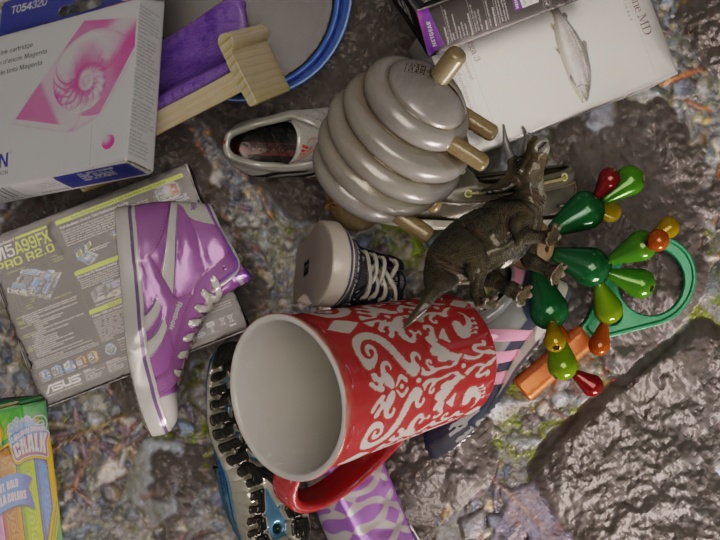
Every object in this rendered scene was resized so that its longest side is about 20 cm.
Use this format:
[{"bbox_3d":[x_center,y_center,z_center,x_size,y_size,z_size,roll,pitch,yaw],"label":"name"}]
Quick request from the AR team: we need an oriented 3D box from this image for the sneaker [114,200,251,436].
[{"bbox_3d":[-0.148,0.039,1.334,0.113,0.073,0.202,-5,90,-6],"label":"sneaker"}]

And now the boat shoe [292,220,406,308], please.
[{"bbox_3d":[0.000,0.000,1.324,0.092,0.200,0.075,5,88,-10],"label":"boat shoe"}]

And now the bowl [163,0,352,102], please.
[{"bbox_3d":[-0.106,-0.251,1.396,0.199,0.039,0.202,0,89,-2],"label":"bowl"}]

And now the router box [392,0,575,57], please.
[{"bbox_3d":[0.095,-0.269,1.331,0.148,0.200,0.051,-22,125,-2],"label":"router box"}]

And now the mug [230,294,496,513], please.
[{"bbox_3d":[-0.002,0.098,1.287,0.178,0.199,0.134,-47,66,39],"label":"mug"}]

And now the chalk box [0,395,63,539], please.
[{"bbox_3d":[-0.346,0.173,1.323,0.124,0.124,0.202,-8,91,21],"label":"chalk box"}]

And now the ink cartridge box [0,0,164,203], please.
[{"bbox_3d":[-0.257,-0.165,1.314,0.195,0.043,0.201,-9,71,30],"label":"ink cartridge box"}]

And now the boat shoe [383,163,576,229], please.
[{"bbox_3d":[0.097,-0.068,1.386,0.200,0.072,0.061,1,100,-9],"label":"boat shoe"}]

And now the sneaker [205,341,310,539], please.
[{"bbox_3d":[-0.108,0.162,1.364,0.078,0.090,0.201,-13,98,-29],"label":"sneaker"}]

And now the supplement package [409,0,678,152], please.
[{"bbox_3d":[0.158,-0.185,1.368,0.199,0.117,0.118,-22,91,-3],"label":"supplement package"}]

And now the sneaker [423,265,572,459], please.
[{"bbox_3d":[0.103,0.072,1.389,0.082,0.070,0.200,37,80,-8],"label":"sneaker"}]

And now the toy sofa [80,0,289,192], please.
[{"bbox_3d":[-0.171,-0.154,1.332,0.199,0.083,0.098,-23,95,24],"label":"toy sofa"}]

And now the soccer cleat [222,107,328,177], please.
[{"bbox_3d":[-0.026,-0.113,1.363,0.198,0.085,0.069,-1,91,8],"label":"soccer cleat"}]

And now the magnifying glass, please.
[{"bbox_3d":[0.224,0.046,1.421,0.200,0.022,0.080,-40,92,-4],"label":"magnifying glass"}]

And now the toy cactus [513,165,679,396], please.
[{"bbox_3d":[0.179,-0.006,1.335,0.164,0.102,0.201,21,94,-4],"label":"toy cactus"}]

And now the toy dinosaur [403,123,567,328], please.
[{"bbox_3d":[0.104,-0.018,1.279,0.200,0.077,0.102,-45,51,-8],"label":"toy dinosaur"}]

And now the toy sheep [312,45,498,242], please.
[{"bbox_3d":[0.033,-0.108,1.273,0.138,0.138,0.200,35,122,-2],"label":"toy sheep"}]

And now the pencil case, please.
[{"bbox_3d":[-0.003,0.194,1.375,0.085,0.084,0.201,-22,90,7],"label":"pencil case"}]

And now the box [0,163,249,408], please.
[{"bbox_3d":[-0.218,0.014,1.387,0.199,0.044,0.161,-21,90,-3],"label":"box"}]
